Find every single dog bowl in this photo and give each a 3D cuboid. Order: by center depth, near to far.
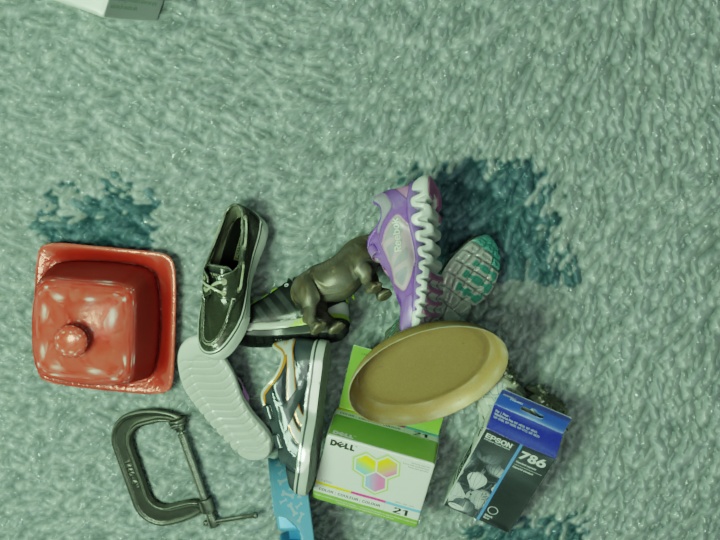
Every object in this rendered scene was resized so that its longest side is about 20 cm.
[{"bbox_3d":[-0.088,0.348,1.346,0.049,0.111,0.201,-8,91,-5],"label":"dog bowl"}]

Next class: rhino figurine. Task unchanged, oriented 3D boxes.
[{"bbox_3d":[0.000,0.000,1.272,0.200,0.060,0.087,-34,62,-11],"label":"rhino figurine"}]

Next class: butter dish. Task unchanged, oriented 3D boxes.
[{"bbox_3d":[-0.354,0.076,1.311,0.199,0.148,0.201,5,101,7],"label":"butter dish"}]

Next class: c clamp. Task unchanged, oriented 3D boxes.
[{"bbox_3d":[-0.254,0.277,1.402,0.170,0.027,0.200,-21,99,15],"label":"c clamp"}]

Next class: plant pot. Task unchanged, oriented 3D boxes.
[{"bbox_3d":[0.079,0.120,1.208,0.199,0.028,0.200,-11,142,-9],"label":"plant pot"}]

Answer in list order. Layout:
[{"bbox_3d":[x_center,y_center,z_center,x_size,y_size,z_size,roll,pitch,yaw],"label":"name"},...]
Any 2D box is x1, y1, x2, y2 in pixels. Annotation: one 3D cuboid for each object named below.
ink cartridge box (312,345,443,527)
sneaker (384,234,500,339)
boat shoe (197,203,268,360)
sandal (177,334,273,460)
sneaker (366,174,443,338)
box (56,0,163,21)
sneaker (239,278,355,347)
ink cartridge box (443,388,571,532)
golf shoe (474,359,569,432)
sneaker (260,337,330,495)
[{"bbox_3d":[0.030,0.215,1.308,0.147,0.076,0.200,15,115,4],"label":"ink cartridge box"},{"bbox_3d":[0.098,0.032,1.287,0.078,0.091,0.200,43,79,-31],"label":"sneaker"},{"bbox_3d":[-0.176,0.013,1.284,0.071,0.064,0.201,5,75,26],"label":"boat shoe"},{"bbox_3d":[-0.183,0.170,1.362,0.082,0.050,0.203,-17,111,24],"label":"sandal"},{"bbox_3d":[0.051,-0.015,1.215,0.088,0.080,0.201,-4,75,17],"label":"sneaker"},{"bbox_3d":[-0.322,-0.417,1.191,0.171,0.199,0.201,18,104,3],"label":"box"},{"bbox_3d":[-0.104,0.054,1.331,0.199,0.072,0.083,-2,71,8],"label":"sneaker"},{"bbox_3d":[0.187,0.249,1.297,0.099,0.039,0.200,22,125,3],"label":"ink cartridge box"},{"bbox_3d":[0.173,0.163,1.303,0.200,0.078,0.097,41,108,-1],"label":"golf shoe"},{"bbox_3d":[-0.087,0.185,1.294,0.079,0.078,0.201,6,87,8],"label":"sneaker"}]
